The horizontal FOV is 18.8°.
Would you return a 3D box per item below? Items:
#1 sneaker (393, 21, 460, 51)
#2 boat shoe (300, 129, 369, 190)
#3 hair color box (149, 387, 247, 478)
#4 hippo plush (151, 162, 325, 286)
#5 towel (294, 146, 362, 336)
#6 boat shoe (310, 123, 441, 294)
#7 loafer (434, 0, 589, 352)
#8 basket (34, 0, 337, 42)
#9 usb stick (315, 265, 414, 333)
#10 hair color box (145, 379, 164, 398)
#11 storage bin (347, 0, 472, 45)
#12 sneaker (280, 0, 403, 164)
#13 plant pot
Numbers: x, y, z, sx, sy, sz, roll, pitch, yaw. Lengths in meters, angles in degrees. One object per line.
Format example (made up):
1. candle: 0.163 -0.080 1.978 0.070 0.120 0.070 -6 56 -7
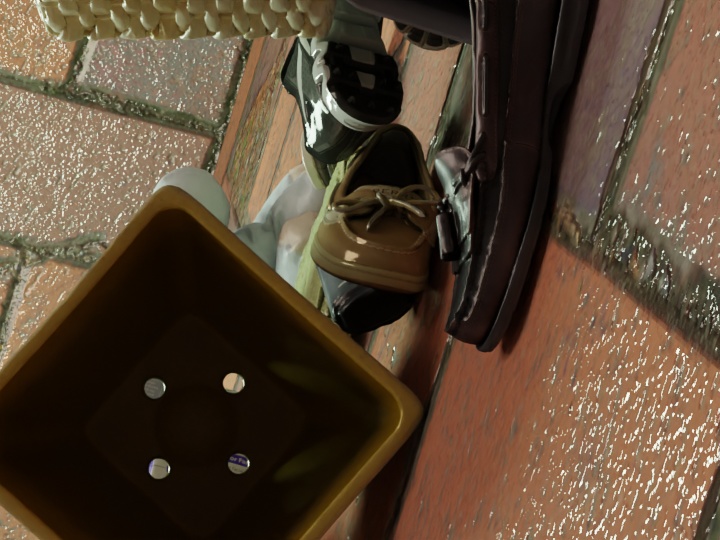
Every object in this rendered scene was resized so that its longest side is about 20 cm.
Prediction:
1. sneaker: 0.060 -0.236 1.376 0.090 0.078 0.201 173 116 -88
2. boat shoe: -0.003 -0.127 1.701 0.200 0.057 0.067 -80 -26 -56
3. hair color box: -0.108 0.179 1.571 0.065 0.109 0.201 115 169 -47
4. hippo plush: -0.109 -0.017 1.772 0.160 0.160 0.201 -87 16 -57
5. towel: -0.024 0.022 1.574 0.149 0.036 0.201 114 168 -47
6. boat shoe: 0.011 -0.038 1.321 0.200 0.073 0.063 -97 22 -71
7. loafer: 0.061 -0.061 1.064 0.072 0.063 0.201 135 150 -74
8. basket: -0.105 -0.250 1.280 0.200 0.197 0.162 90 179 -66
9. usb stick: 0.000 0.000 1.406 0.200 0.055 0.033 -111 -1 -76
10. hair color box: -0.179 0.098 1.612 0.099 0.060 0.201 -87 14 -57
11. storage bin: 0.058 -0.229 1.207 0.134 0.145 0.201 -49 -24 -85
12. sneaker: -0.018 -0.152 1.402 0.091 0.066 0.201 128 147 -46
13. plant pot: -0.101 0.093 1.280 0.196 0.194 0.200 -49 -1 -5
